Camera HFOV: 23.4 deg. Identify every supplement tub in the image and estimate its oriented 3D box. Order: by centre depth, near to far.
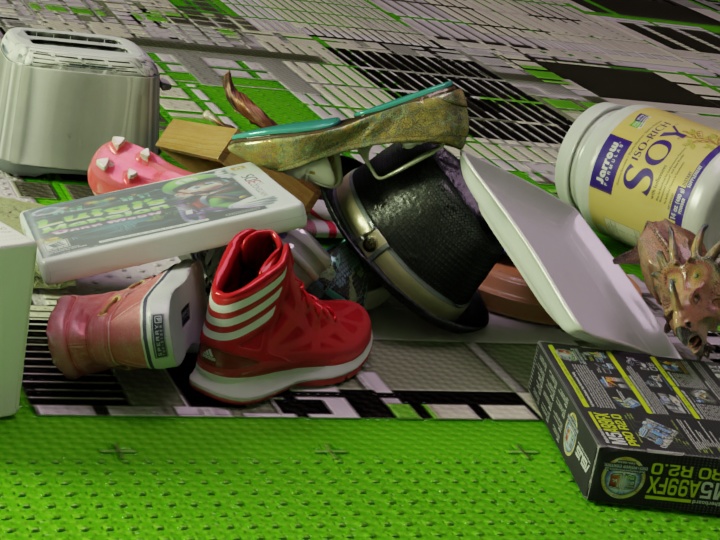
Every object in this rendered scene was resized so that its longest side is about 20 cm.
[{"bbox_3d":[0.314,-0.087,1.789,0.145,0.146,0.200,-7,25,-43],"label":"supplement tub"}]

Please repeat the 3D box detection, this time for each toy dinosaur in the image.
[{"bbox_3d":[0.260,0.001,1.411,0.136,0.086,0.200,42,6,-37],"label":"toy dinosaur"}]

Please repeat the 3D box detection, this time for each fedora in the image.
[{"bbox_3d":[0.060,-0.045,1.476,0.200,0.092,0.201,38,22,-19],"label":"fedora"}]

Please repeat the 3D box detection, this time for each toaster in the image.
[{"bbox_3d":[-0.288,-0.163,1.711,0.199,0.130,0.114,3,18,-20],"label":"toaster"}]

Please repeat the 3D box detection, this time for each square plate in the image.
[{"bbox_3d":[0.174,0.001,1.446,0.198,0.028,0.200,21,32,-52],"label":"square plate"}]

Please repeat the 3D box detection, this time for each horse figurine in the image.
[{"bbox_3d":[-0.067,-0.111,1.643,0.132,0.050,0.200,29,-7,37],"label":"horse figurine"}]

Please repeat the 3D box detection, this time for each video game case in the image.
[{"bbox_3d":[-0.158,-0.041,1.349,0.199,0.023,0.182,-14,16,-13],"label":"video game case"}]

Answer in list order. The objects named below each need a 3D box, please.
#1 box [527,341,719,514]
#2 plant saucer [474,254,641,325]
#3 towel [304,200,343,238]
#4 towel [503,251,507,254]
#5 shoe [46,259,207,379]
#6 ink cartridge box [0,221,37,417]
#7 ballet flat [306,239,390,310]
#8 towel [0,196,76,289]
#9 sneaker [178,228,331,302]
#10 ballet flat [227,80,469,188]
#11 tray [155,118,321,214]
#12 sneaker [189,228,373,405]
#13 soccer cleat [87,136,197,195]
[{"bbox_3d":[0.223,0.116,1.287,0.160,0.044,0.200,6,18,-10],"label":"box"},{"bbox_3d":[0.164,0.002,1.618,0.199,0.032,0.200,10,17,-3],"label":"plant saucer"},{"bbox_3d":[-0.007,-0.062,1.714,0.199,0.023,0.144,-1,21,-21],"label":"towel"},{"bbox_3d":[0.120,-0.049,1.675,0.144,0.024,0.200,9,16,4],"label":"towel"},{"bbox_3d":[-0.167,0.035,1.271,0.091,0.072,0.200,-4,6,4],"label":"shoe"},{"bbox_3d":[-0.330,0.012,1.162,0.200,0.126,0.128,26,24,39],"label":"ink cartridge box"},{"bbox_3d":[0.000,0.000,1.504,0.074,0.075,0.200,14,20,12],"label":"ballet flat"},{"bbox_3d":[-0.329,-0.028,1.431,0.199,0.037,0.148,9,19,-8],"label":"towel"},{"bbox_3d":[-0.110,-0.008,1.427,0.075,0.082,0.200,48,-20,-26],"label":"sneaker"},{"bbox_3d":[-0.007,-0.102,1.422,0.199,0.071,0.071,-14,19,1],"label":"ballet flat"},{"bbox_3d":[-0.116,-0.096,1.611,0.099,0.037,0.200,36,-6,-23],"label":"tray"},{"bbox_3d":[-0.045,0.023,1.299,0.078,0.116,0.200,20,22,24],"label":"sneaker"},{"bbox_3d":[-0.155,-0.052,1.565,0.199,0.077,0.067,26,58,7],"label":"soccer cleat"}]
